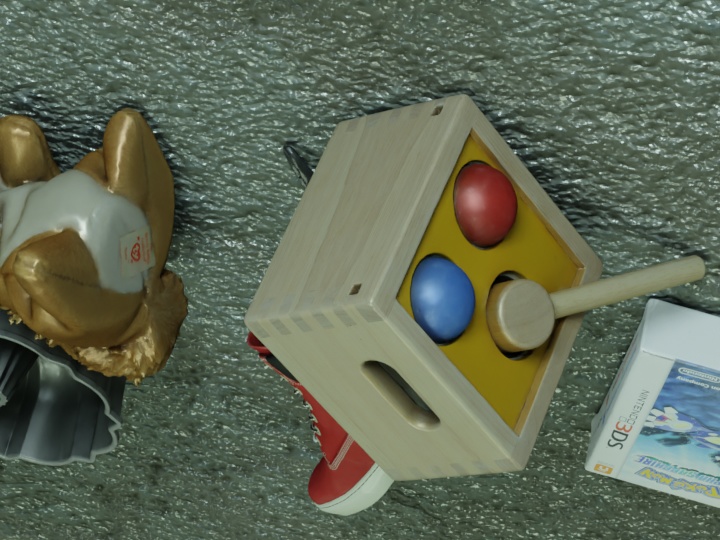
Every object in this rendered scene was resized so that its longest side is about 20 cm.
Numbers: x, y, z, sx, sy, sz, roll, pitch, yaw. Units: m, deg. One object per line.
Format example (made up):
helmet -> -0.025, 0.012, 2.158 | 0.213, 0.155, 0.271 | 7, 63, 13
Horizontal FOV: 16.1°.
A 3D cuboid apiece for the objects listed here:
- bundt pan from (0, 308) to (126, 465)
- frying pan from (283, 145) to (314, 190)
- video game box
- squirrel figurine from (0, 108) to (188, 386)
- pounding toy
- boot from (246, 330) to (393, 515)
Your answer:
bundt pan -> -0.255, 0.057, 1.805 | 0.201, 0.076, 0.202 | 12, 150, 7
frying pan -> 0.011, 0.010, 1.585 | 0.115, 0.031, 0.190 | 42, 172, 38
video game box -> 0.259, 0.102, 1.653 | 0.199, 0.047, 0.182 | 16, 152, 2
squirrel figurine -> -0.211, -0.008, 1.620 | 0.186, 0.142, 0.200 | 6, 147, 31
pounding toy -> 0.072, 0.013, 1.485 | 0.142, 0.185, 0.200 | -9, 134, 41
boot -> -0.027, 0.090, 1.756 | 0.144, 0.073, 0.200 | 24, 142, -12
